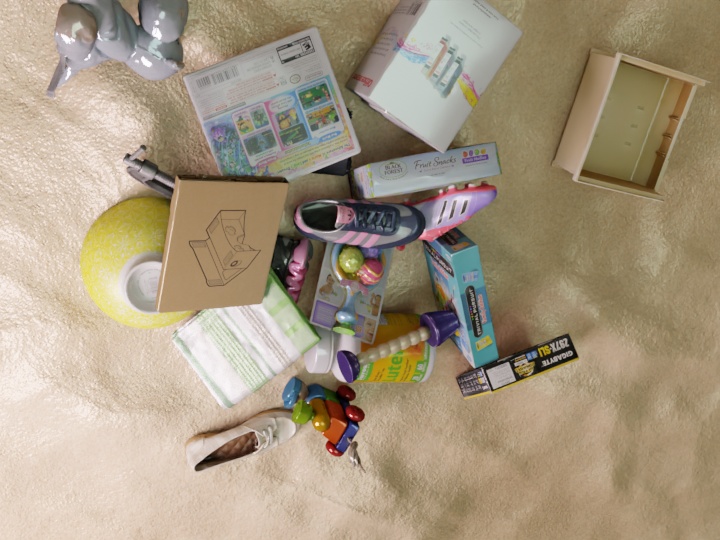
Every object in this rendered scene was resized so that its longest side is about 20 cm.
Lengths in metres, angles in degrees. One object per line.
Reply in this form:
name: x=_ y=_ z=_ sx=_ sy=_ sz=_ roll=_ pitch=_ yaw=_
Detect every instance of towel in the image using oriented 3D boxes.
towel: x=-0.175 y=0.102 z=1.258 sx=0.199 sy=0.031 sz=0.150 roll=-36 pitch=95 yaw=15

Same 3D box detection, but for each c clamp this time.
c clamp: x=-0.245 y=-0.107 z=1.134 sx=0.199 sy=0.170 sz=0.027 roll=29 pitch=76 yaw=-31

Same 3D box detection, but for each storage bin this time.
storage bin: x=0.440 y=-0.233 z=1.337 sx=0.196 sy=0.094 sz=0.203 roll=10 pitch=107 yaw=-20

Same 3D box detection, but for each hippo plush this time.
hippo plush: x=-0.298 y=-0.297 z=1.041 sx=0.159 sy=0.159 sz=0.203 roll=11 pitch=106 yaw=-20

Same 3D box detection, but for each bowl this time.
bowl: x=-0.302 y=0.006 z=1.187 sx=0.197 sy=0.108 sz=0.203 roll=-6 pitch=113 yaw=-15

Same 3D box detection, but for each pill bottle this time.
pill bottle: x=0.013 y=0.125 z=1.331 sx=0.197 sy=0.111 sz=0.113 roll=3 pitch=110 yaw=-18

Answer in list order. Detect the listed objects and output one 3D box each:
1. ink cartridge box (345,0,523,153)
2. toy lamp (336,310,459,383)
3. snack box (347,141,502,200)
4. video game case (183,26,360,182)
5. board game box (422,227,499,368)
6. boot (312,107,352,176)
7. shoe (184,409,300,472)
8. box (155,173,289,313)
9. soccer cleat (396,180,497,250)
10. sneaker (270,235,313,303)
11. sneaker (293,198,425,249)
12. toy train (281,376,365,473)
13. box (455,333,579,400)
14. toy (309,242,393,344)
ink cartridge box: x=0.099 y=-0.296 z=1.168 sx=0.144 sy=0.145 sz=0.201 roll=32 pitch=98 yaw=-21
toy lamp: x=0.061 y=0.110 z=1.260 sx=0.198 sy=0.058 sz=0.059 roll=-20 pitch=116 yaw=-23
snack box: x=0.092 y=-0.146 z=1.230 sx=0.197 sy=0.142 sz=0.054 roll=-12 pitch=94 yaw=-13
video game case: x=-0.120 y=-0.215 z=1.143 sx=0.198 sy=0.024 sz=0.184 roll=-22 pitch=101 yaw=-8
board game box: x=0.156 y=0.031 z=1.318 sx=0.046 sy=0.151 sz=0.203 roll=-19 pitch=115 yaw=-9
boot: x=-0.096 y=-0.147 z=1.209 sx=0.165 sy=0.076 sz=0.203 roll=2 pitch=104 yaw=-14
shoe: x=-0.190 y=0.286 z=1.362 sx=0.197 sy=0.053 sz=0.071 roll=-16 pitch=115 yaw=-11
box: x=-0.190 y=-0.036 z=1.131 sx=0.162 sy=0.021 sz=0.202 roll=-3 pitch=122 yaw=-33
soccer cleat: x=0.124 y=-0.083 z=1.242 sx=0.066 sy=0.198 sz=0.078 roll=-15 pitch=92 yaw=-52
sneaker: x=-0.141 y=0.034 z=1.280 sx=0.094 sy=0.079 sz=0.203 roll=18 pitch=105 yaw=-1
sneaker: x=-0.003 y=-0.071 z=1.207 sx=0.197 sy=0.082 sz=0.071 roll=-1 pitch=83 yaw=5
toy train: x=-0.058 y=0.242 z=1.308 sx=0.115 sy=0.200 sz=0.085 roll=26 pitch=102 yaw=-20
box: x=0.258 y=0.165 z=1.383 sx=0.158 sy=0.200 sz=0.050 roll=-22 pitch=81 yaw=-10
toy: x=0.000 y=0.000 z=1.264 sx=0.114 sy=0.047 sz=0.203 roll=20 pitch=75 yaw=-24
